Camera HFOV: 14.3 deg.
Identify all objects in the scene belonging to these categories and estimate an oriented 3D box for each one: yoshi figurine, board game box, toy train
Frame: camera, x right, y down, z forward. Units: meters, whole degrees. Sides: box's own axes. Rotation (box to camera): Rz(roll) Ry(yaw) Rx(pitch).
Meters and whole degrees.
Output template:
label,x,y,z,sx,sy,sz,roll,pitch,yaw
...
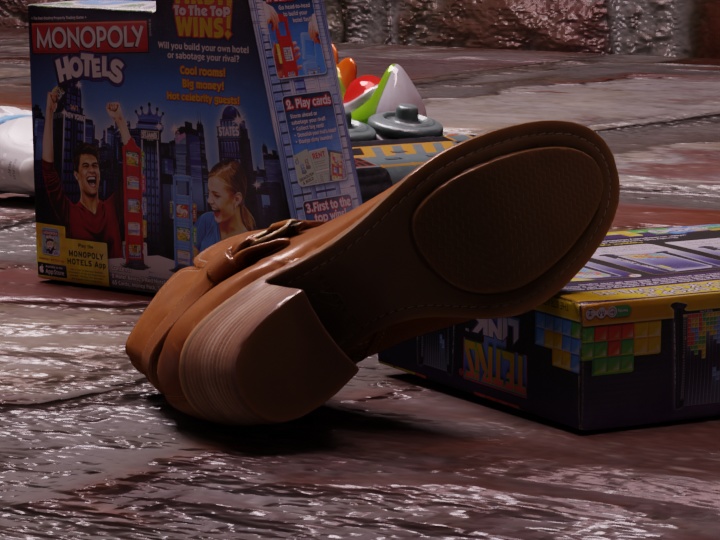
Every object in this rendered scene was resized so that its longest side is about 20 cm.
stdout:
label,x,y,z,sx,sy,sz,roll,pitch,yaw
yoshi figurine,-0.010,-0.067,1.843,0.112,0.113,0.200,-43,40,-13
board game box,0.132,0.021,1.259,0.199,0.057,0.165,-5,11,-29
board game box,-0.084,-0.089,1.507,0.199,0.201,0.062,7,11,39
toy train,0.004,-0.044,1.655,0.199,0.086,0.114,-4,21,-41

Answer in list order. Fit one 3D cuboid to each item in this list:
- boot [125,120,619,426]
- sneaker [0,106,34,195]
label,x,y,z,sx,sy,sz,roll,pitch,yaw
boot,0.000,0.000,1.196,0.200,0.077,0.155,-38,15,-16
sneaker,-0.173,-0.080,1.958,0.086,0.075,0.199,17,25,41
